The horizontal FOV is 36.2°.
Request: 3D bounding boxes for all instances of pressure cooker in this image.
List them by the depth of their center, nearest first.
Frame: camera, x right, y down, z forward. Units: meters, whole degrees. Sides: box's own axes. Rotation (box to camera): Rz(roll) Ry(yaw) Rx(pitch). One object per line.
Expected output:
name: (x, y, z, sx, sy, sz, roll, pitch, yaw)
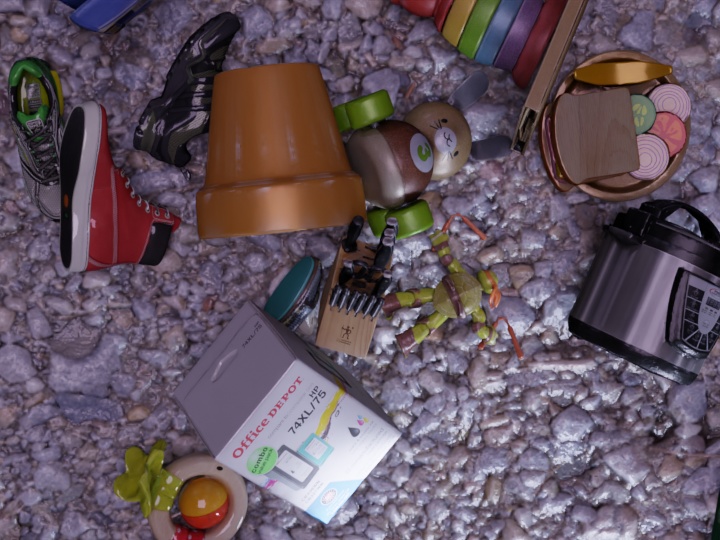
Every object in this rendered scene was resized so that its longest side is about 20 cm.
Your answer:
pressure cooker: (0.359, 0.016, 1.327, 0.177, 0.176, 0.202, 25, 92, 12)

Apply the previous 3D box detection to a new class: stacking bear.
stacking bear: (0.134, -0.314, 1.319, 0.198, 0.114, 0.123, 27, 109, 3)

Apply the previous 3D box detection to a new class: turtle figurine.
turtle figurine: (0.113, 0.046, 1.369, 0.160, 0.064, 0.202, -26, 96, -1)

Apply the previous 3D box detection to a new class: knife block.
knife block: (0.000, 0.000, 1.276, 0.063, 0.200, 0.178, 16, 108, -4)

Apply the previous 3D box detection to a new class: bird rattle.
bird rattle: (-0.214, 0.304, 1.361, 0.161, 0.112, 0.203, -21, 99, -18)

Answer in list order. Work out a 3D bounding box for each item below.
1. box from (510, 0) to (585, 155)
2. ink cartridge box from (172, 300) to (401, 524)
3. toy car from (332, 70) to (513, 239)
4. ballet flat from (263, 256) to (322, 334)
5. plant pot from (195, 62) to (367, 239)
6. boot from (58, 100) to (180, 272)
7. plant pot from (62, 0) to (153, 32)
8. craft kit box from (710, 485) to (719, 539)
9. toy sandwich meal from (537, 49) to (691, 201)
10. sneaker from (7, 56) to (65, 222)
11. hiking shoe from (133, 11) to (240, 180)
box: (0.227, -0.249, 1.281, 0.021, 0.164, 0.202, 22, 80, 7)
ink cartridge box: (-0.086, 0.166, 1.288, 0.147, 0.146, 0.200, -50, 128, 2)
toy car: (0.087, -0.153, 1.318, 0.198, 0.158, 0.166, -23, 100, -13)
ballet flat: (-0.099, 0.075, 1.368, 0.074, 0.074, 0.201, 39, 94, -6)
plant pot: (-0.098, -0.139, 1.276, 0.197, 0.200, 0.187, -6, 94, -3)
boot: (-0.281, -0.101, 1.310, 0.142, 0.072, 0.203, -5, 111, -32)
plant pot: (-0.292, -0.382, 1.241, 0.199, 0.200, 0.180, -40, 103, 0)
craft kit box: (0.559, 0.344, 1.433, 0.194, 0.049, 0.203, 9, 95, -1)
toy sandwich meal: (0.318, -0.179, 1.358, 0.202, 0.070, 0.209, 0, 95, -3)
sneaker: (-0.384, -0.154, 1.314, 0.077, 0.085, 0.203, -15, 96, -2)
hiking shoe: (-0.190, -0.214, 1.334, 0.100, 0.076, 0.201, 32, 100, -16)
